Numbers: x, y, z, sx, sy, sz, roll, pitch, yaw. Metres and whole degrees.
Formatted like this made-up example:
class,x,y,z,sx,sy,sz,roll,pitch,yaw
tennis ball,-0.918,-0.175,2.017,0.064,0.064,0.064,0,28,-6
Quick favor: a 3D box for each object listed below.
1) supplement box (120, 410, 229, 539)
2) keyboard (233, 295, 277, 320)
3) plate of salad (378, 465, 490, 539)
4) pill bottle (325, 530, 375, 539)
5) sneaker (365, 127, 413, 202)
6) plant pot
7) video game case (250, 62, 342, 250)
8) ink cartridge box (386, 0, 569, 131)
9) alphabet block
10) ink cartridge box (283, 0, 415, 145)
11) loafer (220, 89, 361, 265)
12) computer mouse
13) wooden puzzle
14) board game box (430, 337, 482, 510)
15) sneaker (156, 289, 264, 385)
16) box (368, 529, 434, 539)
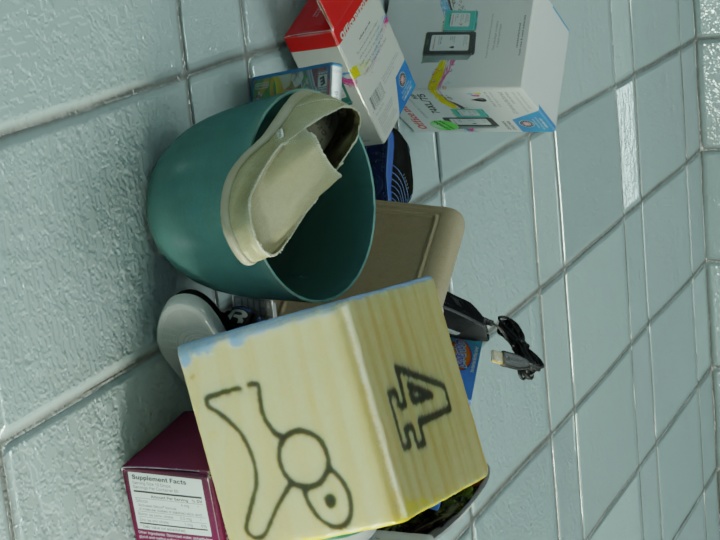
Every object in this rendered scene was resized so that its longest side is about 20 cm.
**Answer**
class,x,y,z,sx,sy,sz,roll,pitch,yaw
supplement box,-0.143,0.255,1.575,0.131,0.103,0.201,-40,126,-58
keyboard,-0.103,0.124,1.712,0.011,0.056,0.201,-23,112,-53
plate of salad,0.070,0.288,1.955,0.048,0.200,0.200,53,36,-10
pill bottle,-0.045,0.196,1.772,0.113,0.112,0.201,-33,121,-60
sneaker,0.026,-0.076,1.897,0.078,0.070,0.201,33,59,-51
plant pot,-0.107,-0.066,1.556,0.200,0.161,0.201,6,83,-54
video game case,-0.071,-0.109,1.682,0.018,0.143,0.201,4,87,-39
ink cartridge box,0.143,-0.268,2.056,0.147,0.199,0.147,36,60,-60
alphabet block,-0.023,0.131,1.498,0.196,0.195,0.201,-14,89,-59
ink cartridge box,-0.017,-0.252,1.833,0.200,0.067,0.116,64,37,-34
loafer,-0.059,-0.089,1.428,0.076,0.068,0.200,55,46,-36
computer mouse,0.118,0.073,1.866,0.200,0.140,0.046,24,108,-27
wooden puzzle,0.000,0.000,1.773,0.037,0.199,0.185,80,23,-54
board game box,0.101,0.164,1.903,0.200,0.045,0.152,-68,173,-66
sneaker,-0.143,0.062,1.621,0.200,0.073,0.112,75,25,-46
box,0.004,0.423,1.812,0.199,0.171,0.200,-66,146,-40
